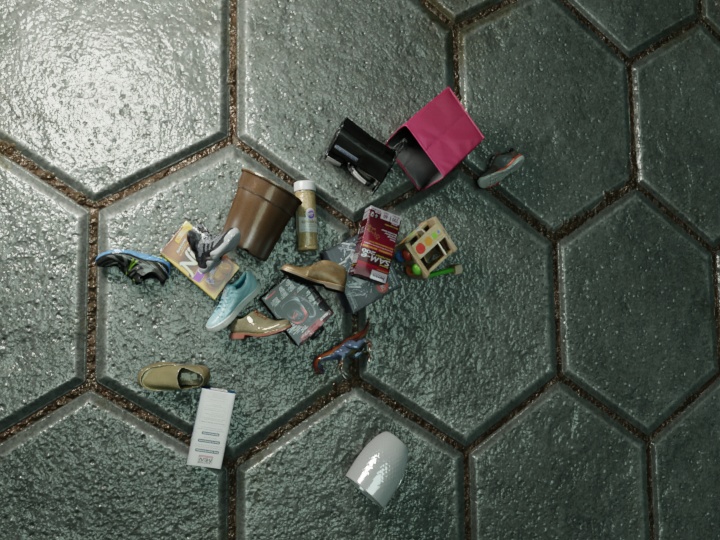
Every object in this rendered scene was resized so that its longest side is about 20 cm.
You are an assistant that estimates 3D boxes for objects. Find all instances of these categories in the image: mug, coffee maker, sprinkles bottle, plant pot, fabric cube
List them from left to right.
[{"bbox_3d":[-0.291,-0.149,1.522,0.196,0.200,0.204,27,86,-13],"label":"plant pot"},{"bbox_3d":[-0.163,-0.163,1.620,0.066,0.068,0.209,-2,87,-17],"label":"sprinkles bottle"},{"bbox_3d":[0.010,-0.372,1.637,0.196,0.135,0.195,31,103,-11],"label":"coffee maker"},{"bbox_3d":[0.072,0.599,1.613,0.177,0.145,0.202,-51,131,-21],"label":"mug"},{"bbox_3d":[0.230,-0.408,1.693,0.199,0.196,0.202,-42,98,-15],"label":"fabric cube"}]

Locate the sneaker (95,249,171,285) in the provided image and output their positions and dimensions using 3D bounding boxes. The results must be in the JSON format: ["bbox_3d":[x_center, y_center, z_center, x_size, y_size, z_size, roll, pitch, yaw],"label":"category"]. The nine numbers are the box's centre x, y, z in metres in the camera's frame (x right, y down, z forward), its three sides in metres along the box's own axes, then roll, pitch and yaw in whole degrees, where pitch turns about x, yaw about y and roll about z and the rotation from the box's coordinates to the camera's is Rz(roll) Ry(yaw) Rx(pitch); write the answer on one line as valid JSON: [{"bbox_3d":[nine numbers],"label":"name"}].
[{"bbox_3d":[-0.621,-0.007,1.465,0.193,0.070,0.086,11,77,-19],"label":"sneaker"}]

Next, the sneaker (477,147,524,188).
[{"bbox_3d":[0.466,-0.354,1.841,0.196,0.078,0.083,-30,68,-18],"label":"sneaker"}]

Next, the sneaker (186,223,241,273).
[{"bbox_3d":[-0.399,-0.082,1.429,0.115,0.199,0.075,54,40,0],"label":"sneaker"}]

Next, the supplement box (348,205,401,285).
[{"bbox_3d":[0.044,-0.072,1.574,0.105,0.061,0.208,16,81,-16],"label":"supplement box"}]

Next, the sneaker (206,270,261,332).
[{"bbox_3d":[-0.374,0.082,1.524,0.201,0.073,0.083,-49,128,-24],"label":"sneaker"}]

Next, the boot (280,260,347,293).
[{"bbox_3d":[-0.131,0.004,1.536,0.193,0.073,0.078,15,80,-12],"label":"boot"}]

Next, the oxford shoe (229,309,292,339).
[{"bbox_3d":[-0.287,0.149,1.521,0.192,0.070,0.078,-7,88,13],"label":"oxford shoe"}]

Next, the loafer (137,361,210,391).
[{"bbox_3d":[-0.513,0.291,1.479,0.192,0.067,0.079,-2,87,-17],"label":"loafer"}]

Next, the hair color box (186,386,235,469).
[{"bbox_3d":[-0.417,0.437,1.502,0.096,0.060,0.208,12,82,-15],"label":"hair color box"}]

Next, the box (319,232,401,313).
[{"bbox_3d":[0.000,0.000,1.641,0.178,0.104,0.206,-27,93,-16],"label":"box"}]

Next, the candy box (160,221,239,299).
[{"bbox_3d":[-0.454,-0.027,1.527,0.199,0.056,0.118,41,77,-9],"label":"candy box"}]

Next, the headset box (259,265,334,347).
[{"bbox_3d":[-0.183,0.114,1.590,0.148,0.075,0.202,-41,98,-16],"label":"headset box"}]

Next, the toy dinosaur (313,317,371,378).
[{"bbox_3d":[-0.056,0.254,1.641,0.174,0.107,0.205,1,49,-4],"label":"toy dinosaur"}]

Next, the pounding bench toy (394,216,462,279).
[{"bbox_3d":[0.217,-0.032,1.699,0.155,0.124,0.202,-39,98,-15],"label":"pounding bench toy"}]
